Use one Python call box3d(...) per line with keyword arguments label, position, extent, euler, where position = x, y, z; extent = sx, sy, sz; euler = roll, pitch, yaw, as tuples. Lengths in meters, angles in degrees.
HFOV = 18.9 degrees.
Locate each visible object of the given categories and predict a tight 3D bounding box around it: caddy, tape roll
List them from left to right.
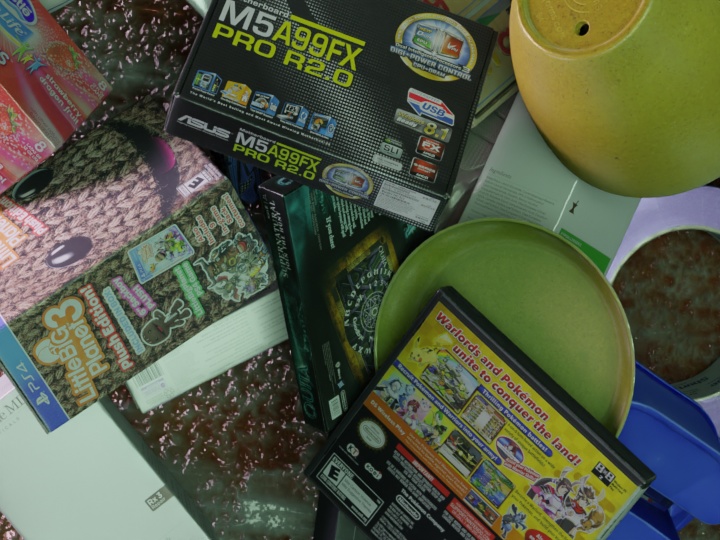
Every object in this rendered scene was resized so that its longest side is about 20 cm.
box3d(label="caddy", position=(0.188, 0.144, 1.612), extent=(0.200, 0.105, 0.142), euler=(34, 102, -23))
box3d(label="tape roll", position=(0.246, 0.030, 1.684), extent=(0.199, 0.066, 0.201), euler=(-2, 98, -10))

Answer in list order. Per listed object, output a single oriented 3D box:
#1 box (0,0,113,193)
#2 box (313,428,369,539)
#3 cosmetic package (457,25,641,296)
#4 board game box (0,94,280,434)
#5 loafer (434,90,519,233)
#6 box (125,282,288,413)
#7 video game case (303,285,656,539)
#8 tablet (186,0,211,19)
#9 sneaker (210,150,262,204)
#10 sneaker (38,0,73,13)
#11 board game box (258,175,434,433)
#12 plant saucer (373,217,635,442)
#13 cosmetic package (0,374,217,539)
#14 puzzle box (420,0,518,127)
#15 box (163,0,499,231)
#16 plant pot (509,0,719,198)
box3d(label="box", position=(-0.286, -0.161, 1.529), extent=(0.094, 0.103, 0.200), euler=(-32, 104, 34))
box3d(label="box", position=(0.040, 0.190, 1.661), extent=(0.140, 0.079, 0.201), euler=(7, 96, -15))
box3d(label="cosmetic package", position=(0.154, -0.075, 1.595), extent=(0.107, 0.085, 0.201), euler=(24, 91, -56))
box3d(label="board game box", position=(-0.185, -0.008, 1.534), extent=(0.200, 0.159, 0.097), euler=(-34, 127, -9))
box3d(label="loafer", position=(0.071, -0.070, 1.649), extent=(0.072, 0.063, 0.200), euler=(38, 86, 20))
box3d(label="box", position=(-0.088, 0.044, 1.639), extent=(0.199, 0.039, 0.042), euler=(-28, 103, -5))
box3d(label="video game case", position=(0.080, 0.144, 1.518), extent=(0.200, 0.025, 0.181), euler=(43, 113, 17))
box3d(label="tablet", position=(-0.027, -0.239, 1.625), extent=(0.200, 0.014, 0.130), euler=(-45, 103, -1))
box3d(label="sneaker", position=(-0.065, -0.145, 1.589), extent=(0.078, 0.075, 0.201), euler=(7, 101, -12))
box3d(label="sneaker", position=(-0.191, -0.254, 1.564), extent=(0.200, 0.071, 0.073), euler=(-40, 102, -3))
box3d(label="board game box", position=(0.000, 0.000, 1.548), extent=(0.135, 0.028, 0.201), euler=(-32, 128, -33))
box3d(label="plant saucer", position=(0.105, 0.061, 1.525), extent=(0.199, 0.031, 0.201), euler=(4, 98, 27))
box3d(label="cosmetic package", position=(-0.207, 0.161, 1.612), extent=(0.113, 0.081, 0.200), euler=(-40, 103, -1))
box3d(label="puzzle box", position=(0.108, -0.213, 1.610), extent=(0.200, 0.025, 0.133), euler=(-42, 104, -25))
box3d(label="box", position=(-0.018, -0.132, 1.490), extent=(0.199, 0.044, 0.161), euler=(21, 55, -3))
box3d(label="plant pot", position=(0.179, -0.165, 1.459), extent=(0.199, 0.142, 0.201), euler=(-9, 71, 27))
